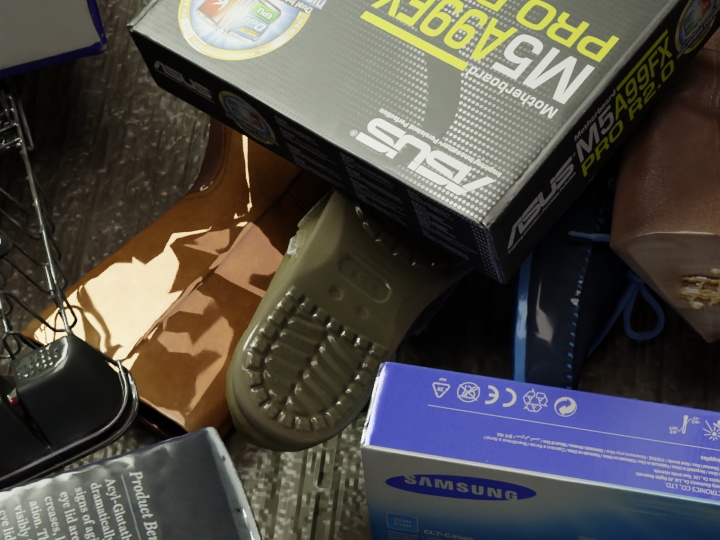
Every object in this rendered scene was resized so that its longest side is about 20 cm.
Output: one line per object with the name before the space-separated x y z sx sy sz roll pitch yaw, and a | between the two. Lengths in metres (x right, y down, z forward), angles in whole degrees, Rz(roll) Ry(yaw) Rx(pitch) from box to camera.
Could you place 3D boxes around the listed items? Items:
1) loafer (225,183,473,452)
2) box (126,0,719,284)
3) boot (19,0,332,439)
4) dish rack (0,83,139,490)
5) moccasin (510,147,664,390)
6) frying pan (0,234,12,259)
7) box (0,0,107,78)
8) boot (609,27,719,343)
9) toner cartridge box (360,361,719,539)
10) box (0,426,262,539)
loafer | 0.000 0.000 0.934 0.076 0.067 0.200 45 56 -5
box | 0.028 -0.105 0.915 0.200 0.044 0.160 31 70 30
boot | -0.079 -0.030 1.012 0.188 0.069 0.200 37 72 18
dish rack | -0.191 0.013 0.962 0.153 0.055 0.200 -25 50 5
moccasin | 0.107 -0.023 0.968 0.068 0.081 0.200 10 57 6
frying pan | -0.248 0.001 0.940 0.190 0.031 0.115 -26 53 -7
box | -0.229 -0.159 1.029 0.184 0.105 0.200 -15 28 -7
boot | 0.106 -0.061 0.926 0.186 0.064 0.200 6 47 -1
toner cartridge box | 0.103 0.092 0.876 0.199 0.095 0.043 8 56 10
box | -0.124 0.162 0.811 0.200 0.148 0.104 -16 54 -9
